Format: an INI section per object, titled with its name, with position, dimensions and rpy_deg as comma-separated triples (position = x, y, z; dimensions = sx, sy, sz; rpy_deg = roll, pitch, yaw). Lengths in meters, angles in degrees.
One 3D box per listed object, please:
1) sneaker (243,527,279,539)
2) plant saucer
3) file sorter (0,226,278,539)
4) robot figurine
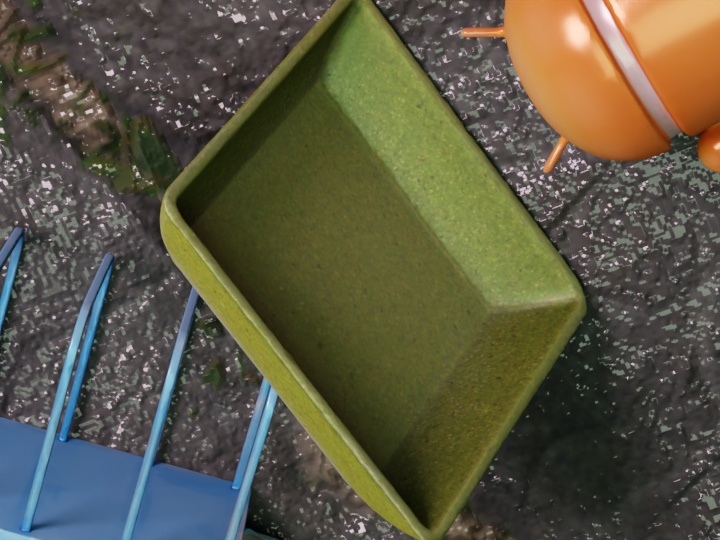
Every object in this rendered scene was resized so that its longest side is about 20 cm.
[sneaker]
position = -0.045, 0.227, 1.287
dimensions = 0.076, 0.081, 0.201
rpy_deg = -13, 107, 8
[plant saucer]
position = 0.000, 0.000, 1.167
dimensions = 0.048, 0.200, 0.200
rpy_deg = -25, 108, 41
[file sorter]
position = -0.140, 0.059, 1.206
dimensions = 0.199, 0.139, 0.123
rpy_deg = 15, 105, -3
[robot figurine]
position = 0.149, -0.127, 1.140
dimensions = 0.200, 0.117, 0.144
rpy_deg = -30, 149, 12
